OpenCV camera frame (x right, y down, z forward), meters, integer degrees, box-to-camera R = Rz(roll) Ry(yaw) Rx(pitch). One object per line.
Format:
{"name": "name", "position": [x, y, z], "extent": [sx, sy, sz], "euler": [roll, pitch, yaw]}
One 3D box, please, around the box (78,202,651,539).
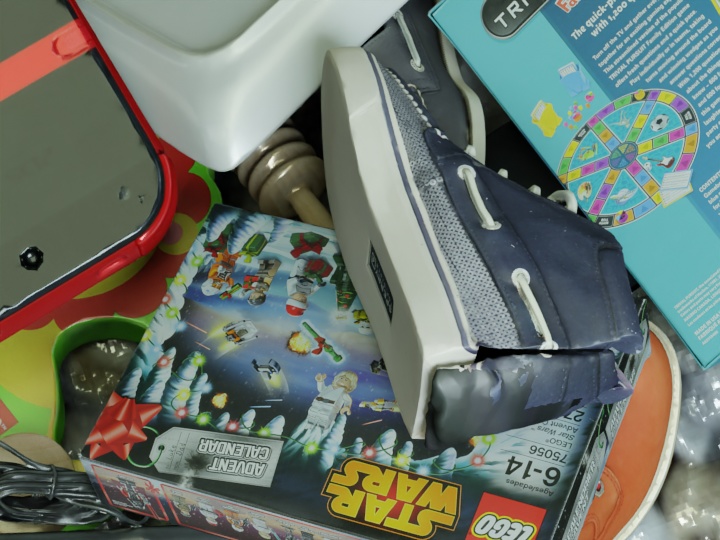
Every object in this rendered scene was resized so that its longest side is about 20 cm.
{"name": "box", "position": [0.003, 0.053, 0.836], "extent": [0.198, 0.040, 0.138], "euler": [12, 57, 21]}

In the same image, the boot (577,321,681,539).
{"name": "boot", "position": [0.078, 0.096, 0.873], "extent": [0.075, 0.107, 0.201], "euler": [28, 74, 15]}

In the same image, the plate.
{"name": "plate", "position": [-0.056, -0.155, 0.962], "extent": [0.200, 0.032, 0.200], "euler": [-45, 45, -13]}

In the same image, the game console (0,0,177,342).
{"name": "game console", "position": [-0.197, -0.048, 0.892], "extent": [0.199, 0.031, 0.178], "euler": [-31, 86, -10]}

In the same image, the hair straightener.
{"name": "hair straightener", "position": [-0.117, 0.106, 0.869], "extent": [0.198, 0.041, 0.078], "euler": [10, 69, -27]}

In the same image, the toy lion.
{"name": "toy lion", "position": [-0.137, 0.008, 0.950], "extent": [0.191, 0.069, 0.200], "euler": [-35, 72, -16]}

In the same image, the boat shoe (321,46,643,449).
{"name": "boat shoe", "position": [0.045, -0.016, 0.821], "extent": [0.092, 0.075, 0.201], "euler": [-7, 50, -12]}

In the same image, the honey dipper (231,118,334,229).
{"name": "honey dipper", "position": [0.000, 0.000, 0.916], "extent": [0.038, 0.038, 0.200], "euler": [-34, 59, -7]}

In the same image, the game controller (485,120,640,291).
{"name": "game controller", "position": [0.041, 0.005, 0.948], "extent": [0.199, 0.042, 0.105], "euler": [-33, 57, -7]}

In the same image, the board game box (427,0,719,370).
{"name": "board game box", "position": [0.145, -0.085, 0.876], "extent": [0.151, 0.047, 0.201], "euler": [-43, 77, 29]}

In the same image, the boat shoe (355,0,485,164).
{"name": "boat shoe", "position": [0.010, -0.078, 0.930], "extent": [0.062, 0.073, 0.201], "euler": [13, 46, -21]}
